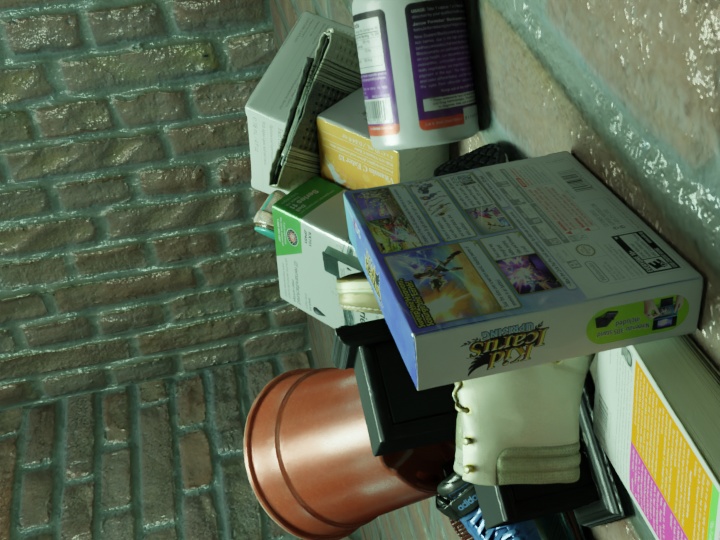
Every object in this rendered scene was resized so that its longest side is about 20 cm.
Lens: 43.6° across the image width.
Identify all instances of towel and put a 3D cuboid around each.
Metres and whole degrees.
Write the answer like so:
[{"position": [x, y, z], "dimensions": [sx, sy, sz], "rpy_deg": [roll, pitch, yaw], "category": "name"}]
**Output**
[{"position": [-0.026, -0.182, 1.088], "dimensions": [0.200, 0.035, 0.193], "rpy_deg": [3, -68, -60], "category": "towel"}, {"position": [0.196, 0.290, 0.884], "dimensions": [0.200, 0.022, 0.147], "rpy_deg": [87, 170, -51], "category": "towel"}]

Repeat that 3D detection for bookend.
[{"position": [0.092, 0.133, 0.763], "dimensions": [0.092, 0.200, 0.199], "rpy_deg": [101, 158, -69], "category": "bookend"}]

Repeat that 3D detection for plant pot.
[{"position": [0.010, 0.180, 0.977], "dimensions": [0.195, 0.200, 0.201], "rpy_deg": [-28, 69, 45], "category": "plant pot"}]

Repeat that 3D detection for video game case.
[{"position": [0.097, -0.010, 0.612], "dimensions": [0.200, 0.181, 0.046], "rpy_deg": [-113, 16, -58], "category": "video game case"}]

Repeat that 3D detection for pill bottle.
[{"position": [0.052, -0.226, 0.892], "dimensions": [0.111, 0.111, 0.200], "rpy_deg": [-133, 34, -75], "category": "pill bottle"}]

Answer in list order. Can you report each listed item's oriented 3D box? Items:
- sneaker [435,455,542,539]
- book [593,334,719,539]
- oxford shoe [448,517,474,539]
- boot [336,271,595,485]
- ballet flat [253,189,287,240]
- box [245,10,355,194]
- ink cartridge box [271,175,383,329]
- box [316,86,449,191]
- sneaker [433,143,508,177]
[{"position": [0.119, 0.235, 0.819], "dimensions": [0.111, 0.077, 0.200], "rpy_deg": [46, -166, -15], "category": "sneaker"}, {"position": [0.199, 0.121, 0.564], "dimensions": [0.200, 0.048, 0.134], "rpy_deg": [-109, 11, -55], "category": "book"}, {"position": [0.130, 0.255, 1.088], "dimensions": [0.200, 0.070, 0.075], "rpy_deg": [63, -166, -1], "category": "oxford shoe"}, {"position": [0.074, 0.079, 0.678], "dimensions": [0.072, 0.200, 0.155], "rpy_deg": [-41, -43, -74], "category": "boot"}, {"position": [-0.057, -0.048, 1.170], "dimensions": [0.200, 0.068, 0.067], "rpy_deg": [33, -108, -52], "category": "ballet flat"}, {"position": [-0.065, -0.225, 1.313], "dimensions": [0.199, 0.130, 0.200], "rpy_deg": [97, -163, -62], "category": "box"}, {"position": [0.000, 0.000, 1.038], "dimensions": [0.200, 0.083, 0.147], "rpy_deg": [27, 136, 31], "category": "ink cartridge box"}, {"position": [0.029, -0.100, 1.077], "dimensions": [0.124, 0.097, 0.200], "rpy_deg": [27, 139, 31], "category": "box"}, {"position": [0.117, -0.049, 0.806], "dimensions": [0.200, 0.072, 0.083], "rpy_deg": [-99, -14, -65], "category": "sneaker"}]
